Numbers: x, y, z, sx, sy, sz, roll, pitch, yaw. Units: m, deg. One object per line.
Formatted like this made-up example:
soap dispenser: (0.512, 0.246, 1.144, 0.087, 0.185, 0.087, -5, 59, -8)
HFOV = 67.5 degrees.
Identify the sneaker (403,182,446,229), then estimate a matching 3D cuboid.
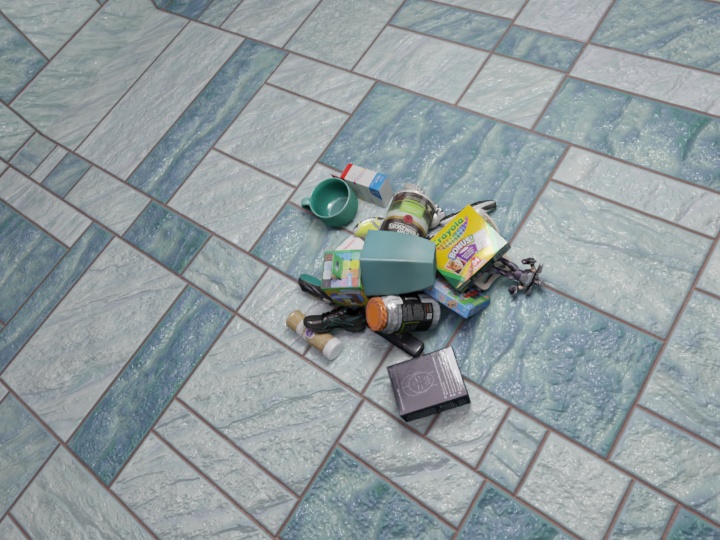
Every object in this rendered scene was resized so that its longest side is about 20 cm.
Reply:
sneaker: (0.202, -0.220, 1.819, 0.081, 0.075, 0.200, -42, 60, 4)

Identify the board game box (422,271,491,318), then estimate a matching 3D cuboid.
board game box: (0.273, 0.062, 1.621, 0.200, 0.151, 0.037, 32, 118, 27)

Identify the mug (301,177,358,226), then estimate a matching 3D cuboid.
mug: (-0.096, -0.237, 1.881, 0.185, 0.114, 0.152, 35, 88, 30)

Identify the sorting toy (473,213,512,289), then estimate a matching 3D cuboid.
sorting toy: (0.368, -0.039, 1.669, 0.200, 0.107, 0.180, -37, 68, -4)

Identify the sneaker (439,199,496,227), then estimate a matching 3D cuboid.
sneaker: (0.357, -0.169, 1.757, 0.200, 0.074, 0.080, -26, 99, -7)

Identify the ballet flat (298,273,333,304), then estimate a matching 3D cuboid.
ballet flat: (-0.119, 0.071, 1.775, 0.200, 0.073, 0.073, 20, 72, 24)

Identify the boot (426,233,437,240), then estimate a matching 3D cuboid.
boot: (0.230, -0.095, 1.723, 0.200, 0.073, 0.090, -43, 56, 15)

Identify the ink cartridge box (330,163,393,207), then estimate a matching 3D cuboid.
ink cartridge box: (0.007, -0.304, 1.887, 0.200, 0.116, 0.067, 23, 74, 24)

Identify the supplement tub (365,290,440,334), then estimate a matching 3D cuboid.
supplement tub: (0.125, 0.124, 1.592, 0.200, 0.123, 0.123, -1, 56, -29)

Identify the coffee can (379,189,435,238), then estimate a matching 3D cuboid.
coffee can: (0.138, -0.131, 1.684, 0.146, 0.146, 0.200, 11, 59, 21)

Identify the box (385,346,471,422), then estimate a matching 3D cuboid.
box: (0.193, 0.325, 1.532, 0.200, 0.107, 0.149, -18, 62, 6)

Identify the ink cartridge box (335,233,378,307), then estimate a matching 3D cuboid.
ink cartridge box: (0.000, 0.000, 1.760, 0.145, 0.084, 0.200, -43, 62, -7)

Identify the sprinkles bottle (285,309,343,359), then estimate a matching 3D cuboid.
sprinkles bottle: (-0.148, 0.203, 1.715, 0.200, 0.068, 0.068, 33, 77, 28)

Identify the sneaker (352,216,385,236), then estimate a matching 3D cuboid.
sneaker: (0.073, -0.127, 1.771, 0.200, 0.075, 0.077, -4, 65, -17)

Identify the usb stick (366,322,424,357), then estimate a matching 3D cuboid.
usb stick: (0.107, 0.199, 1.661, 0.200, 0.033, 0.056, 31, 77, 27)

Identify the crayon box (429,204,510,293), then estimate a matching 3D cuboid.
crayon box: (0.305, -0.063, 1.581, 0.200, 0.058, 0.173, -44, 63, 7)

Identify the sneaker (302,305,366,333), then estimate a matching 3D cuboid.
sneaker: (-0.080, 0.145, 1.684, 0.199, 0.079, 0.075, 0, 33, -9)

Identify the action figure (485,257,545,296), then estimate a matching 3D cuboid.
action figure: (0.452, 0.006, 1.595, 0.200, 0.069, 0.130, 25, 103, 9)

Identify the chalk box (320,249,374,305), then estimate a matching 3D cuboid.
chalk box: (-0.038, 0.016, 1.602, 0.124, 0.200, 0.125, -2, 68, 16)

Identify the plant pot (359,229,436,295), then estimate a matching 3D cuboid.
plant pot: (0.114, -0.019, 1.539, 0.199, 0.142, 0.141, 2, 41, 13)
